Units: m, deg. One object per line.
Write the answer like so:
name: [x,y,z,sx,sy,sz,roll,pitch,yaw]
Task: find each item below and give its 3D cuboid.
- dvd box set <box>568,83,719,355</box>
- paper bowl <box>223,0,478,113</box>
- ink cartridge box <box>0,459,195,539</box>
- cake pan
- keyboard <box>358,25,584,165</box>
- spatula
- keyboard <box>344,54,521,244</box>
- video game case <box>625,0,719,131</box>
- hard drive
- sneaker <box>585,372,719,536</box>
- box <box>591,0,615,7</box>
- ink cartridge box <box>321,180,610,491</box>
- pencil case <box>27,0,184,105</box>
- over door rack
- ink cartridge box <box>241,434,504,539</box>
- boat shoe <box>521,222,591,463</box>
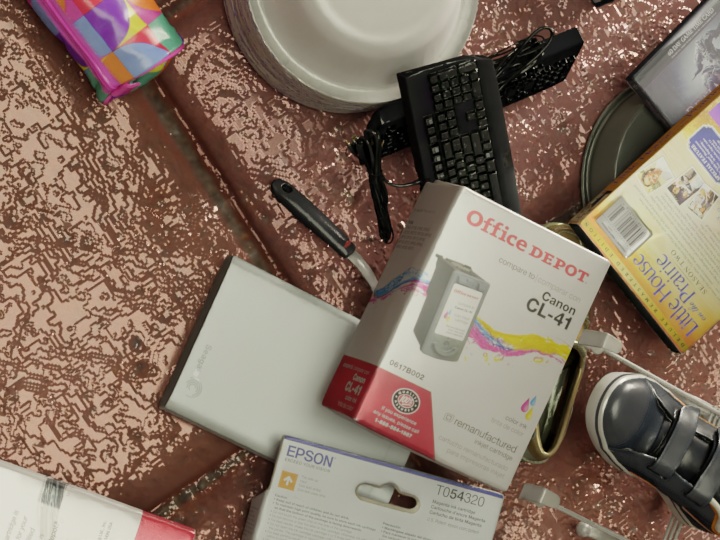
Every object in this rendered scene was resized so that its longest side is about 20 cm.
dvd box set: [0.289,-0.050,1.768,0.200,0.029,0.146,-43,102,-8]
paper bowl: [-0.001,-0.229,1.691,0.200,0.104,0.201,2,85,-20]
ink cartridge box: [-0.244,0.226,1.586,0.200,0.084,0.145,22,80,-18]
cake pan: [0.284,-0.072,1.818,0.200,0.037,0.201,1,87,-20]
keyboard: [0.096,-0.135,1.718,0.200,0.104,0.040,-25,67,-19]
spatula: [0.000,0.000,1.714,0.200,0.021,0.057,48,42,-6]
keyboard: [0.060,-0.071,1.695,0.127,0.021,0.200,-16,122,-3]
video game case: [0.334,-0.133,1.810,0.143,0.019,0.200,-45,103,-17]
hard drive: [-0.044,0.091,1.698,0.200,0.026,0.132,27,78,-17]
sneaker: [0.259,0.147,1.694,0.200,0.079,0.079,40,72,-39]
box: [0.193,-0.343,1.800,0.137,0.038,0.200,-42,101,-17]
ink cartridge box: [0.082,0.050,1.660,0.147,0.086,0.200,26,88,-18]
pencil case: [-0.222,-0.222,1.622,0.088,0.088,0.200,-43,100,-17]
over door rack: [0.210,0.146,1.746,0.200,0.067,0.148,31,76,-42]
ink cartridge box: [-0.003,0.248,1.690,0.196,0.043,0.201,17,84,-17]
boat shoe: [0.161,0.059,1.746,0.071,0.076,0.201,8,84,-19]
